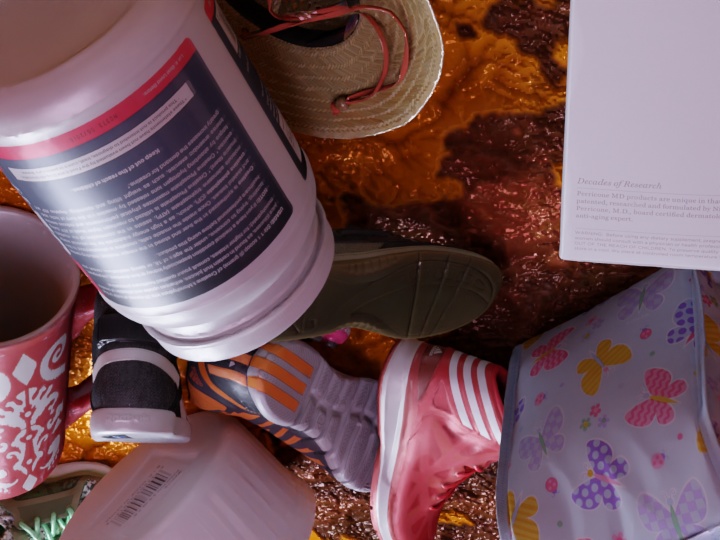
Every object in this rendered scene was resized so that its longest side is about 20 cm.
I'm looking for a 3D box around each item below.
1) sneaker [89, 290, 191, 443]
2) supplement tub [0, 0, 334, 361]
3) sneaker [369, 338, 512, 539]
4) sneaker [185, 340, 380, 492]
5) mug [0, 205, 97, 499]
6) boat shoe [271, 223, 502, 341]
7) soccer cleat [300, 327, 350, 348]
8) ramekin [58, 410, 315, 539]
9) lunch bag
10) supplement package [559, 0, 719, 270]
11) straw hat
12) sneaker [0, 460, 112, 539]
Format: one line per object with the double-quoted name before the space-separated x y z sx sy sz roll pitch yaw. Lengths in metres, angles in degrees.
"sneaker" -0.151 0.062 0.859 0.072 0.114 0.200 3 170 -10
"supplement tub" -0.108 -0.061 0.656 0.138 0.142 0.201 -11 134 22
"sneaker" 0.072 0.146 0.899 0.114 0.079 0.202 13 131 21
"sneaker" -0.052 0.096 0.916 0.111 0.078 0.200 11 154 39
"mug" -0.255 0.077 0.910 0.175 0.134 0.202 17 135 2
"boat shoe" -0.001 0.001 0.793 0.198 0.066 0.072 -3 128 -29
"soccer cleat" -0.072 -0.013 0.828 0.069 0.088 0.199 1 158 47
"ramekin" -0.140 0.201 0.942 0.199 0.201 0.098 -26 111 31
"lunch bag" 0.180 0.115 0.779 0.127 0.201 0.169 42 126 -20
"supplement package" 0.167 -0.115 0.646 0.115 0.118 0.202 4 131 11
"straw hat" -0.036 -0.169 0.668 0.198 0.086 0.202 18 146 12
"sneaker" -0.275 0.215 1.054 0.197 0.089 0.078 5 130 10
